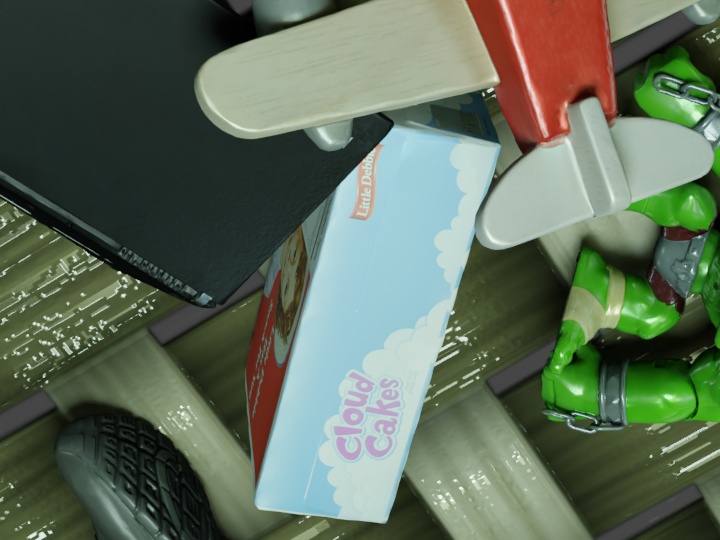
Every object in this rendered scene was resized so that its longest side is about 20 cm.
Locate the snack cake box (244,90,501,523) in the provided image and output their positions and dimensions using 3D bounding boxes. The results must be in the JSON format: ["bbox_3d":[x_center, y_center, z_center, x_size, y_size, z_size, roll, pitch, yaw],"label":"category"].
[{"bbox_3d":[0.000,0.000,0.948,0.067,0.115,0.201,9,119,-13],"label":"snack cake box"}]

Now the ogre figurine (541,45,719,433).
[{"bbox_3d":[0.164,-0.001,0.987,0.119,0.098,0.201,16,102,4],"label":"ogre figurine"}]

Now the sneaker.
[{"bbox_3d":[-0.105,0.159,1.054,0.090,0.076,0.201,-25,118,14],"label":"sneaker"}]

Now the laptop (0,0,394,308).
[{"bbox_3d":[-0.115,-0.071,0.878,0.177,0.200,0.104,33,84,-23],"label":"laptop"}]

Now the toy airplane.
[{"bbox_3d":[0.058,-0.109,0.798,0.199,0.141,0.200,26,95,-27],"label":"toy airplane"}]
